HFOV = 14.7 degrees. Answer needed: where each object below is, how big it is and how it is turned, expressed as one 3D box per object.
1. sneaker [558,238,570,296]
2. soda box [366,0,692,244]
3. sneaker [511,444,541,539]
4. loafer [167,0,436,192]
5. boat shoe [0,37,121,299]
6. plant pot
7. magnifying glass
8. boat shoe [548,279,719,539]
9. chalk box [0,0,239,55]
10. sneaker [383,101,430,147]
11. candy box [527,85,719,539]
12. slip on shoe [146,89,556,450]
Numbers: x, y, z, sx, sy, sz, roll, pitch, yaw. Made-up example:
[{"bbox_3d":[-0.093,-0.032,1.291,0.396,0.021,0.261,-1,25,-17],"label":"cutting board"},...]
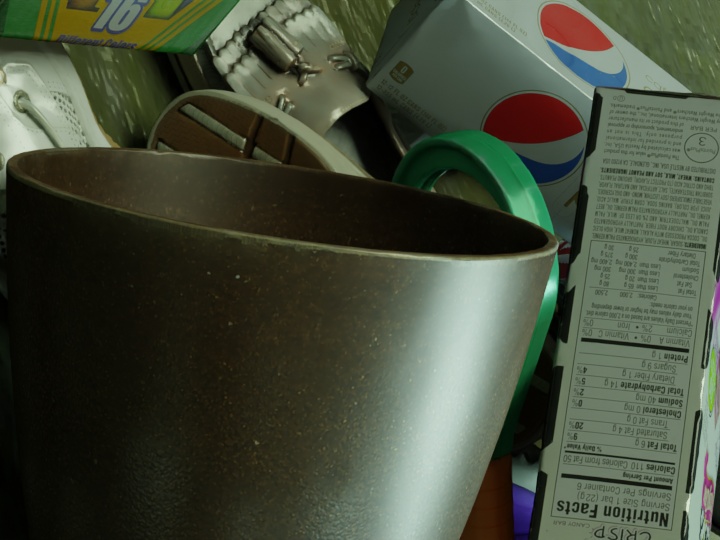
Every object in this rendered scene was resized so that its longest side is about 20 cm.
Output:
[{"bbox_3d":[0.102,-0.002,1.295,0.199,0.072,0.113,-15,43,-25],"label":"sneaker"},{"bbox_3d":[0.101,-0.055,1.193,0.200,0.064,0.068,36,33,-12],"label":"soda box"},{"bbox_3d":[0.071,0.129,1.176,0.199,0.100,0.070,25,3,-17],"label":"sneaker"},{"bbox_3d":[-0.008,-0.054,1.175,0.072,0.063,0.201,-43,109,-26],"label":"loafer"},{"bbox_3d":[-0.132,-0.040,0.999,0.200,0.071,0.070,50,36,-24],"label":"boat shoe"},{"bbox_3d":[-0.041,0.073,0.948,0.186,0.186,0.202,-4,105,-55],"label":"plant pot"},{"bbox_3d":[0.043,0.047,1.037,0.022,0.079,0.202,-18,112,-36],"label":"magnifying glass"},{"bbox_3d":[0.143,0.074,1.171,0.201,0.063,0.074,33,8,23],"label":"boat shoe"},{"bbox_3d":[-0.068,-0.188,0.961,0.123,0.200,0.125,-1,48,-54],"label":"chalk box"},{"bbox_3d":[0.069,-0.068,1.307,0.115,0.072,0.201,58,33,-16],"label":"sneaker"},{"bbox_3d":[0.108,0.050,1.074,0.137,0.061,0.201,75,24,-62],"label":"candy box"},{"bbox_3d":[0.000,0.000,1.128,0.199,0.076,0.061,33,7,6],"label":"slip on shoe"}]
